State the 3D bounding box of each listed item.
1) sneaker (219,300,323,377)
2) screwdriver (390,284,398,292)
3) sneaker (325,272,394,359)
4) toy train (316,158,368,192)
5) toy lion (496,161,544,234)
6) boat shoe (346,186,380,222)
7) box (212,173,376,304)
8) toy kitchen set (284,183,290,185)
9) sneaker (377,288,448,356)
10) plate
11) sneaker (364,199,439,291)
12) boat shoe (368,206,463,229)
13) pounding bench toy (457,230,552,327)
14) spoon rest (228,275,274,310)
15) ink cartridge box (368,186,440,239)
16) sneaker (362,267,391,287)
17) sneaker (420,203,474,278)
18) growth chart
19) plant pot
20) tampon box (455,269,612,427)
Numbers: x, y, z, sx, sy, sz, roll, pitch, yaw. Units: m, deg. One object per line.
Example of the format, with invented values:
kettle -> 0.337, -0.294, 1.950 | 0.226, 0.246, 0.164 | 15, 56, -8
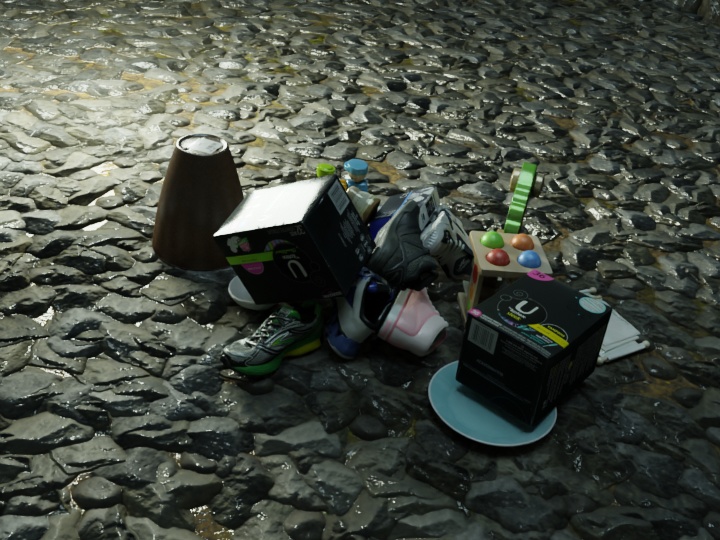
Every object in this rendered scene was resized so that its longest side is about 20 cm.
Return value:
sneaker -> -0.138, 0.099, 1.435 | 0.077, 0.087, 0.198 | 30, 39, 34
screwdriver -> 0.071, 0.003, 1.681 | 0.029, 0.028, 0.201 | 37, 37, -5
sneaker -> 0.002, 0.035, 1.494 | 0.080, 0.115, 0.202 | 29, 38, -36
toy train -> -0.078, -0.160, 1.829 | 0.195, 0.118, 0.085 | -2, 32, -15
toy lion -> 0.296, -0.109, 1.732 | 0.067, 0.204, 0.192 | 15, -5, 11
boat shoe -> -0.010, -0.106, 1.694 | 0.064, 0.200, 0.073 | 35, 78, 2
box -> -0.104, -0.046, 1.457 | 0.197, 0.150, 0.125 | -7, 36, 38
toy kitchen set -> -0.097, -0.110, 1.687 | 0.160, 0.184, 0.200 | -9, 34, -27
sneaker -> 0.099, 0.080, 1.533 | 0.103, 0.076, 0.201 | 27, 26, 3
plate -> 0.198, 0.204, 1.392 | 0.195, 0.026, 0.201 | 5, 31, -3
sneaker -> 0.081, -0.035, 1.535 | 0.114, 0.076, 0.201 | 39, 33, -11
boat shoe -> 0.101, -0.078, 1.795 | 0.196, 0.073, 0.063 | 6, 43, 18
pounding bench toy -> 0.243, 0.000, 1.599 | 0.121, 0.159, 0.201 | 3, 31, -6
spoon rest -> -0.127, 0.031, 1.569 | 0.195, 0.062, 0.100 | 3, 32, -8
ink cartridge box -> 0.078, -0.100, 1.683 | 0.097, 0.040, 0.200 | -10, 20, 20
sneaker -> 0.000, 0.000, 1.607 | 0.069, 0.083, 0.201 | -31, 34, 0
sneaker -> 0.162, -0.036, 1.666 | 0.130, 0.079, 0.199 | 50, 13, -7
growth chart -> 0.410, 0.093, 1.618 | 0.142, 0.018, 0.201 | -8, 35, -22
plant pot -> -0.287, -0.137, 1.671 | 0.182, 0.204, 0.188 | 5, 31, -3
tampon box -> 0.265, 0.111, 1.407 | 0.148, 0.128, 0.199 | 29, 37, 31
